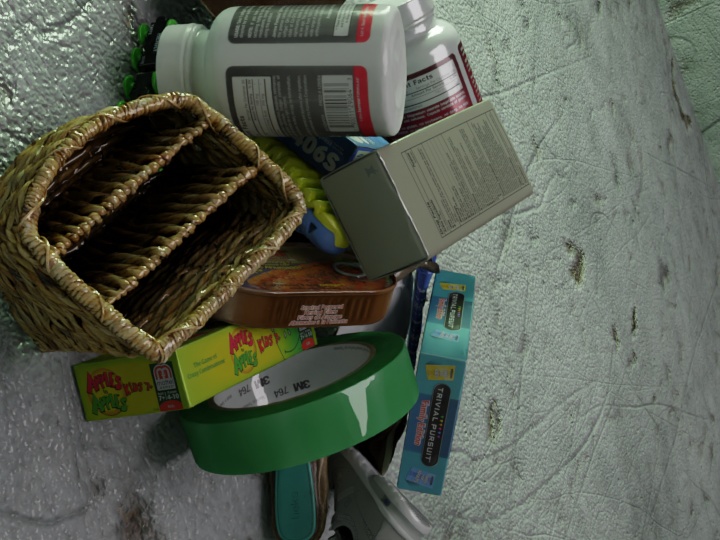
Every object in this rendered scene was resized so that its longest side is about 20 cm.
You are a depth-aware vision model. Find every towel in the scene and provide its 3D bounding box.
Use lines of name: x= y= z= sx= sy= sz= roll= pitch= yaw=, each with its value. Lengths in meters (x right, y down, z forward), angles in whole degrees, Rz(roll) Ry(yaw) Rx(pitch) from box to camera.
towel: x=0.070 y=0.035 z=1.304 sx=0.145 sy=0.024 sz=0.200 roll=-80 pitch=176 yaw=-52

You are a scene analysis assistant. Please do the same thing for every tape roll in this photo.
tape roll: x=-0.052 y=0.109 z=0.985 sx=0.200 sy=0.200 sz=0.048 roll=-36 pitch=112 yaw=-59

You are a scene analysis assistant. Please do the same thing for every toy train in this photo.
toy train: x=-0.183 y=-0.135 z=1.003 sx=0.056 sy=0.042 sz=0.200 roll=58 pitch=33 yaw=-52

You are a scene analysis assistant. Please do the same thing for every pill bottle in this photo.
pill bottle: x=0.065 y=-0.188 z=1.216 sx=0.200 sy=0.113 sz=0.113 roll=67 pitch=30 yaw=-21
pill bottle: x=-0.066 y=-0.169 z=0.981 sx=0.111 sy=0.200 sz=0.111 roll=2 pitch=90 yaw=-80

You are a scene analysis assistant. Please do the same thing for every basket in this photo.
basket: x=-0.162 y=-0.045 z=0.847 sx=0.200 sy=0.149 sz=0.143 roll=-47 pitch=123 yaw=-37

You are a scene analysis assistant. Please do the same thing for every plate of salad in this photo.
plate of salad: x=0.002 y=0.074 z=1.222 sx=0.200 sy=0.048 sz=0.200 roll=-50 pitch=152 yaw=-39

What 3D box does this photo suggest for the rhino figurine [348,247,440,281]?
rhino figurine: x=0.000 y=0.000 z=1.104 sx=0.087 sy=0.200 sz=0.060 roll=-114 pitch=180 yaw=-63

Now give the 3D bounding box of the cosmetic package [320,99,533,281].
cosmetic package: x=0.064 y=-0.075 z=1.033 sx=0.200 sy=0.071 sz=0.105 roll=-28 pitch=94 yaw=-50

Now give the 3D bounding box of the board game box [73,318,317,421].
board game box: x=-0.130 y=0.069 z=0.959 sx=0.200 sy=0.102 sz=0.048 roll=-22 pitch=101 yaw=-62

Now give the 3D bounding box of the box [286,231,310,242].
box: x=-0.027 y=-0.117 z=1.230 sx=0.164 sy=0.086 sz=0.200 roll=30 pitch=55 yaw=-56

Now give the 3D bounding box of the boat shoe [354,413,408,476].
boat shoe: x=0.016 y=0.130 z=1.155 sx=0.075 sy=0.075 sz=0.202 roll=-50 pitch=162 yaw=-36

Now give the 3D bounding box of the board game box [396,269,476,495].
board game box: x=0.080 y=0.108 z=1.178 sx=0.200 sy=0.047 sz=0.151 roll=-71 pitch=170 yaw=-66

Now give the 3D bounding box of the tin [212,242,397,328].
tin: x=-0.061 y=0.011 z=0.983 sx=0.200 sy=0.112 sz=0.042 roll=0 pitch=117 yaw=-37

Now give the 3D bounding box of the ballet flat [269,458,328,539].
ballet flat: x=-0.056 y=0.166 z=1.114 sx=0.072 sy=0.068 sz=0.200 roll=48 pitch=37 yaw=-76

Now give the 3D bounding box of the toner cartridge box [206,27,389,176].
toner cartridge box: x=-0.063 y=-0.153 z=1.089 sx=0.200 sy=0.043 sz=0.095 roll=39 pitch=17 yaw=19

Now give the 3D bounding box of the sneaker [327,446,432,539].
sneaker: x=-0.007 y=0.225 z=1.103 sx=0.082 sy=0.200 sz=0.075 roll=-43 pitch=104 yaw=-9

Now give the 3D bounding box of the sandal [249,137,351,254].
sandal: x=-0.077 y=-0.069 z=1.052 sx=0.079 sy=0.087 sz=0.200 roll=16 pitch=22 yaw=-49

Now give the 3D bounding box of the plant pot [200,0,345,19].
plant pot: x=-0.051 y=-0.329 z=1.084 sx=0.187 sy=0.200 sz=0.187 roll=44 pitch=24 yaw=-26
